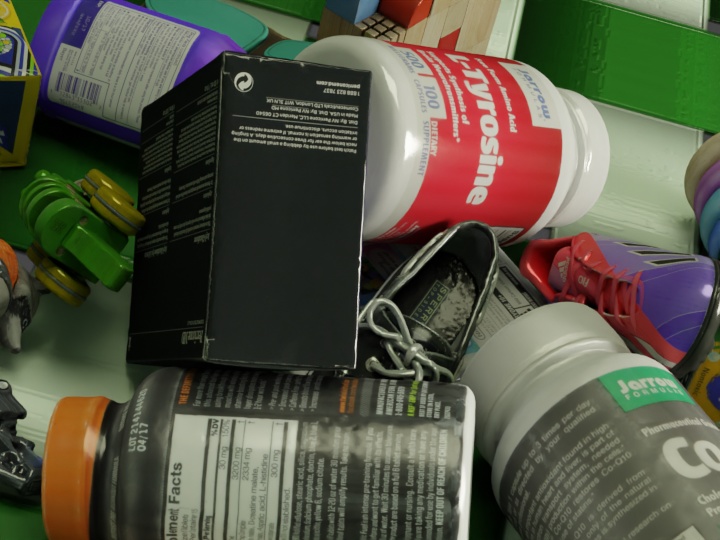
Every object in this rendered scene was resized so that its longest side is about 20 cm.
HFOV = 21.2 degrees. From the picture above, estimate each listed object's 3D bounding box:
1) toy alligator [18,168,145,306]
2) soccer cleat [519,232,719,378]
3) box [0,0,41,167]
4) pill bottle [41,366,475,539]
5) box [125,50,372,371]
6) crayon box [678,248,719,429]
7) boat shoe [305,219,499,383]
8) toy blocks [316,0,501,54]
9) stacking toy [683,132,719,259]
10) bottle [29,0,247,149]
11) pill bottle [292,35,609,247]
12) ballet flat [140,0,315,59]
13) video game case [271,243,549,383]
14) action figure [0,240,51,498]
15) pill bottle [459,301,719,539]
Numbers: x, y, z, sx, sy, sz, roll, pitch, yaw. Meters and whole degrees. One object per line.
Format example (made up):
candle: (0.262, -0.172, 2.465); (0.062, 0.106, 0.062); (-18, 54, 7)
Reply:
toy alligator: (-0.162, -0.032, 1.041); (0.054, 0.059, 0.200); (39, 2, -22)
soccer cleat: (0.142, 0.013, 1.049); (0.073, 0.069, 0.200); (22, 0, -10)
box: (-0.255, -0.150, 1.195); (0.064, 0.070, 0.200); (-3, 41, -26)
pill bottle: (-0.047, 0.100, 0.907); (0.198, 0.107, 0.107); (4, 37, 4)
box: (-0.061, -0.021, 0.961); (0.078, 0.142, 0.200); (7, -4, -17)
crayon box: (0.276, 0.069, 1.055); (0.199, 0.126, 0.052); (13, 37, -2)
boat shoe: (0.020, 0.050, 1.011); (0.073, 0.068, 0.199); (40, 52, 1)
toy blocks: (0.037, -0.181, 1.281); (0.100, 0.137, 0.200); (32, 41, 22)
stacking toy: (0.252, 0.001, 1.177); (0.085, 0.086, 0.201); (9, 41, -8)
bottle: (-0.105, -0.107, 1.166); (0.199, 0.084, 0.065); (19, -5, 19)
pill bottle: (0.050, -0.070, 1.108); (0.199, 0.113, 0.112); (1, 36, -45)
ballet flat: (-0.064, -0.121, 1.225); (0.199, 0.066, 0.070); (25, 40, 31)
video game case: (0.000, 0.000, 1.133); (0.181, 0.024, 0.200); (-13, 46, -31)
action figure: (-0.215, 0.020, 0.951); (0.200, 0.105, 0.193); (39, 15, 21)
pill bottle: (0.135, 0.115, 0.959); (0.112, 0.114, 0.200); (-10, 44, -30)
